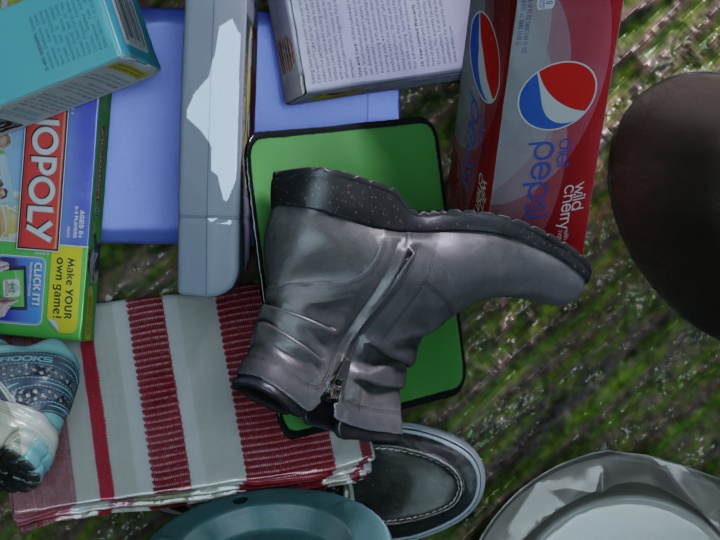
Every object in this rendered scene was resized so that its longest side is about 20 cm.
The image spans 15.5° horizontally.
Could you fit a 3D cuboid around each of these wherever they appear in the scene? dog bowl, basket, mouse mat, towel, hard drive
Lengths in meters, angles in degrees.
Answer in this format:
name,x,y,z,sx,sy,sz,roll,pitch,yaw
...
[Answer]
name,x,y,z,sx,sy,sz,roll,pitch,yaw
dog bowl,0.149,0.199,1.512,0.199,0.059,0.202,0,92,-6
basket,0.233,-0.031,1.446,0.136,0.200,0.181,-41,96,-4
mouse mat,0.000,0.000,1.441,0.007,0.200,0.162,-6,92,33
towel,-0.100,0.070,1.460,0.199,0.023,0.145,-7,49,-7
hard drive,-0.078,-0.081,1.497,0.199,0.025,0.133,1,91,-6

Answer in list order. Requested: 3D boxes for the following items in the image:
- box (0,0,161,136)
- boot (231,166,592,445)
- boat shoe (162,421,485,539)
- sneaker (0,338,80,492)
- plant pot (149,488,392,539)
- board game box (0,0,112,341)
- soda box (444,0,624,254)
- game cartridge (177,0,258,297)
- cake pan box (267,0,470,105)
name,x,y,z,sx,sy,sz,roll,pitch,yaw
box,-0.213,-0.096,1.409,0.199,0.082,0.049,-20,85,9
boot,0.025,0.030,1.384,0.199,0.070,0.133,13,80,-26
boat shoe,-0.026,0.123,1.484,0.199,0.071,0.073,-1,91,-6
sneaker,-0.233,0.061,1.436,0.199,0.078,0.087,11,58,31
plant pot,-0.042,0.226,1.392,0.199,0.200,0.189,-9,114,-6
board game box,-0.207,-0.066,1.464,0.134,0.029,0.201,4,91,11
soda box,0.093,-0.091,1.438,0.063,0.070,0.201,-8,133,-15
game cartridge,-0.076,-0.087,1.416,0.041,0.133,0.201,2,92,4
cake pan box,0.031,-0.204,1.476,0.183,0.052,0.201,-11,90,-18
